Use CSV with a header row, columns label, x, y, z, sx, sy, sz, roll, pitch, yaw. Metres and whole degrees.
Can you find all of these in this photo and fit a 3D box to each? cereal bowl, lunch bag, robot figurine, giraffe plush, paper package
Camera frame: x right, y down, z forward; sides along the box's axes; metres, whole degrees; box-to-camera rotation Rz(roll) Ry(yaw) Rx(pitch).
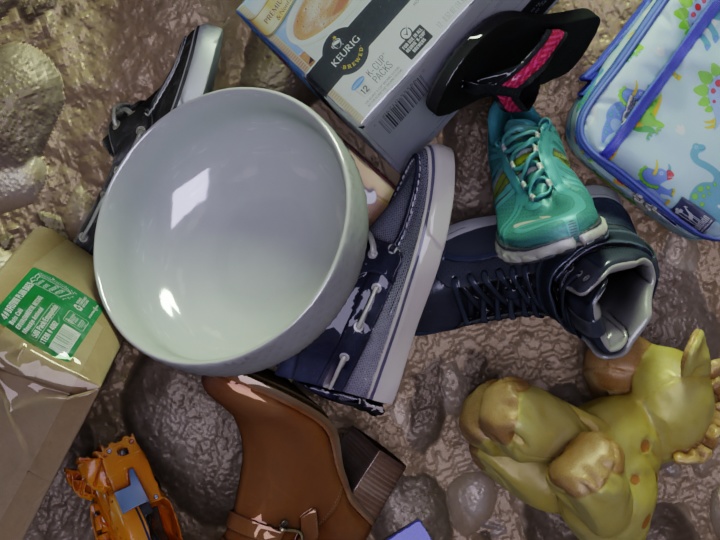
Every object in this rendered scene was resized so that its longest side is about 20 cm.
label,x,y,z,sx,sy,sz,roll,pitch,yaw
cereal bowl,-0.079,-0.019,1.029,0.198,0.083,0.202,-10,68,24
lunch bag,0.256,-0.133,1.108,0.160,0.082,0.201,38,91,-3
robot figurine,-0.157,0.226,1.106,0.058,0.145,0.202,-19,84,-21
giraffe plush,0.192,0.114,1.103,0.200,0.173,0.162,42,77,0
paper package,-0.243,0.092,1.043,0.103,0.200,0.192,27,106,-6

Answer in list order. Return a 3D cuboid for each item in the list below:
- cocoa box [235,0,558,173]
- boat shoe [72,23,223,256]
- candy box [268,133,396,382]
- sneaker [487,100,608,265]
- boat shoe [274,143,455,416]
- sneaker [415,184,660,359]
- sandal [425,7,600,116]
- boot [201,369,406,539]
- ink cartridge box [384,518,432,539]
label,x,y,z,sx,sy,sz,roll,pitch,yaw
cocoa box,0.037,-0.196,1.056,0.131,0.133,0.200,44,93,17
boat shoe,-0.159,-0.093,1.109,0.063,0.071,0.202,22,96,-4
candy box,-0.055,-0.003,1.126,0.115,0.055,0.200,41,93,-7
sneaker,0.118,-0.064,1.051,0.077,0.200,0.080,-18,116,2
boat shoe,0.000,0.000,1.063,0.092,0.075,0.202,14,98,-12
sneaker,0.117,0.018,1.082,0.201,0.147,0.077,-24,122,2
sandal,0.120,-0.145,1.055,0.045,0.199,0.075,45,129,20
boot,-0.074,0.161,1.090,0.200,0.077,0.156,38,87,-39
ink cartridge box,0.010,0.328,1.148,0.199,0.047,0.199,-33,82,5
